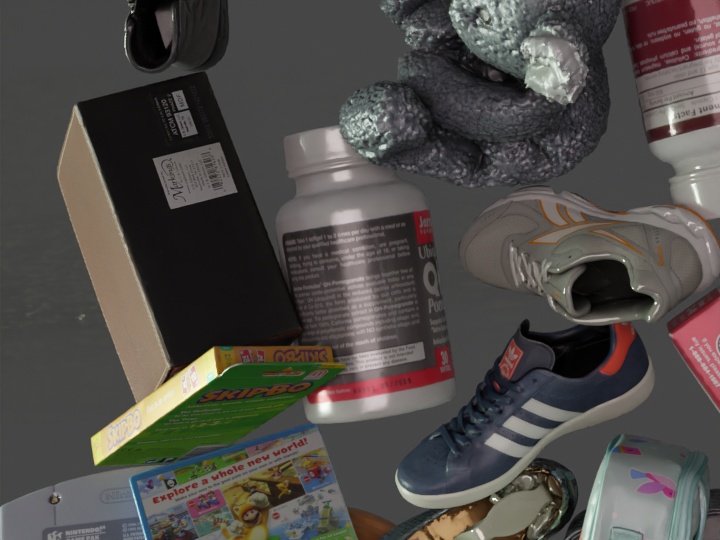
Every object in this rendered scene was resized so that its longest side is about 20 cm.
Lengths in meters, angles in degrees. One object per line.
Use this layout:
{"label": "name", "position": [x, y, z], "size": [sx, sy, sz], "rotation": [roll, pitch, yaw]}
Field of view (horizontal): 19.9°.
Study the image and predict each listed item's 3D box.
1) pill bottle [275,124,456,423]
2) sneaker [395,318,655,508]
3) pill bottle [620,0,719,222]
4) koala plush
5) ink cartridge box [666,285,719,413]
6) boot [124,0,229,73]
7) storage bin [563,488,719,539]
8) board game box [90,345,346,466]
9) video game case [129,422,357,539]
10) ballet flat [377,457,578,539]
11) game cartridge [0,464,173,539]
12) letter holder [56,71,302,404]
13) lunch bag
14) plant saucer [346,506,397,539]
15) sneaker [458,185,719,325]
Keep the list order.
{"label": "pill bottle", "position": [0.000, 0.000, 1.434], "size": [0.110, 0.111, 0.202], "rotation": [-9, 91, 10]}
{"label": "sneaker", "position": [0.104, 0.086, 1.416], "size": [0.199, 0.075, 0.085], "rotation": [-31, 128, -5]}
{"label": "pill bottle", "position": [0.242, -0.138, 1.386], "size": [0.113, 0.114, 0.202], "rotation": [-12, 91, 10]}
{"label": "koala plush", "position": [0.108, -0.159, 1.343], "size": [0.182, 0.200, 0.179], "rotation": [19, 63, -11]}
{"label": "ink cartridge box", "position": [0.328, 0.041, 1.393], "size": [0.199, 0.086, 0.148], "rotation": [-37, 86, 10]}
{"label": "boot", "position": [-0.130, -0.238, 1.435], "size": [0.069, 0.132, 0.202], "rotation": [-7, 91, 10]}
{"label": "storage bin", "position": [0.218, 0.263, 1.417], "size": [0.134, 0.094, 0.202], "rotation": [-10, 91, 10]}
{"label": "board game box", "position": [-0.099, 0.092, 1.410], "size": [0.200, 0.095, 0.030], "rotation": [-32, 64, 49]}
{"label": "video game case", "position": [-0.069, 0.209, 1.420], "size": [0.142, 0.018, 0.201], "rotation": [-16, 56, -8]}
{"label": "ballet flat", "position": [0.065, 0.193, 1.429], "size": [0.199, 0.074, 0.075], "rotation": [-36, 86, -6]}
{"label": "game cartridge", "position": [-0.156, 0.205, 1.458], "size": [0.198, 0.041, 0.134], "rotation": [-6, 59, -3]}
{"label": "letter holder", "position": [-0.135, -0.014, 1.461], "size": [0.100, 0.142, 0.202], "rotation": [-16, 75, -21]}
{"label": "lunch bag", "position": [0.170, 0.211, 1.295], "size": [0.076, 0.160, 0.202], "rotation": [11, 93, 9]}
{"label": "plant saucer", "position": [-0.024, 0.274, 1.486], "size": [0.198, 0.037, 0.203], "rotation": [0, 93, 10]}
{"label": "sneaker", "position": [0.139, -0.005, 1.386], "size": [0.199, 0.092, 0.076], "rotation": [2, 119, 40]}
